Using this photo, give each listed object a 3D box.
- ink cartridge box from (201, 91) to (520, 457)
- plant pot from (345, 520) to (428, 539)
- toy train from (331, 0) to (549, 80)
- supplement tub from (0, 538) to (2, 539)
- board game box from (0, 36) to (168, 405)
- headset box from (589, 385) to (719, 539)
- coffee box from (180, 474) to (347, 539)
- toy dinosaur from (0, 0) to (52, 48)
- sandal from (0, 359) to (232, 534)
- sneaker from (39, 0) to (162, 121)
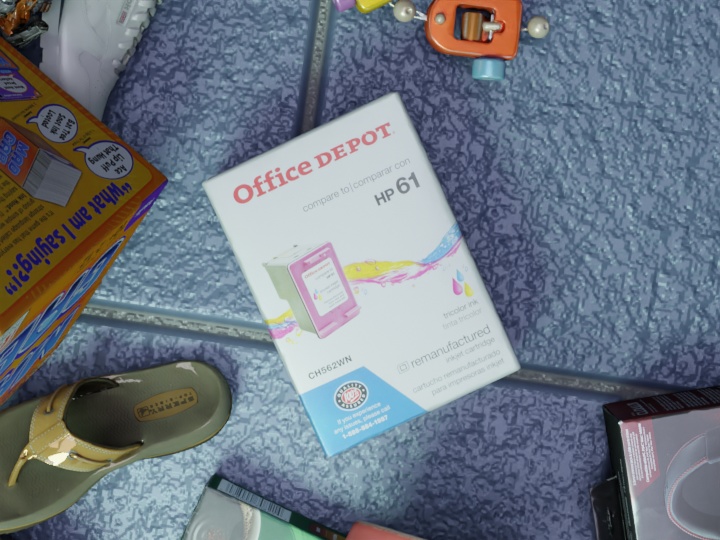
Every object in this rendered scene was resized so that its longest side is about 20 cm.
[{"bbox_3d":[0.000,0.000,1.002,0.143,0.085,0.202,-25,91,2],"label":"ink cartridge box"},{"bbox_3d":[0.040,0.259,0.928,0.198,0.200,0.179,17,82,0],"label":"plant pot"},{"bbox_3d":[0.050,-0.229,1.008,0.148,0.056,0.202,0,93,-6],"label":"toy train"},{"bbox_3d":[-0.303,0.213,0.987,0.145,0.145,0.200,-43,92,3],"label":"supplement tub"},{"bbox_3d":[-0.279,-0.013,0.911,0.199,0.200,0.200,40,125,-1],"label":"board game box"},{"bbox_3d":[0.254,0.155,1.012,0.198,0.075,0.150,-8,93,1],"label":"headset box"},{"bbox_3d":[-0.039,0.238,1.035,0.199,0.044,0.124,26,92,-1],"label":"coffee box"},{"bbox_3d":[-0.238,-0.204,0.948,0.198,0.102,0.137,-10,91,28],"label":"toy dinosaur"},{"bbox_3d":[-0.177,0.105,0.994,0.198,0.054,0.081,-20,70,-18],"label":"sandal"},{"bbox_3d":[-0.169,-0.177,1.004,0.080,0.076,0.202,6,95,-9],"label":"sneaker"}]
